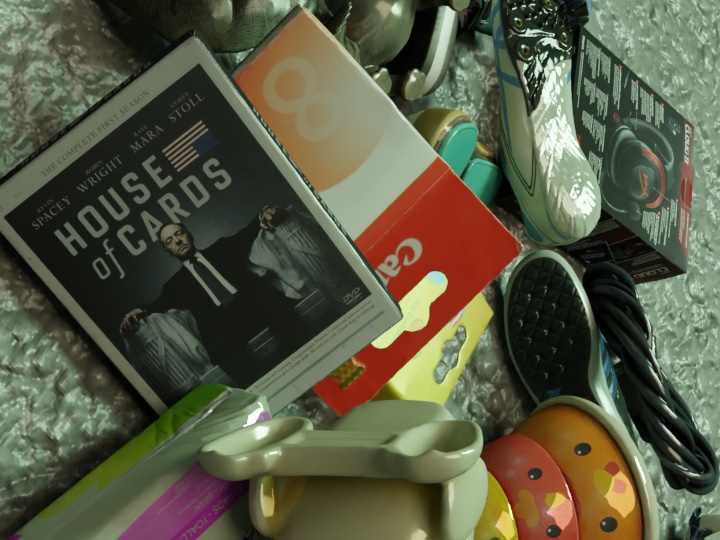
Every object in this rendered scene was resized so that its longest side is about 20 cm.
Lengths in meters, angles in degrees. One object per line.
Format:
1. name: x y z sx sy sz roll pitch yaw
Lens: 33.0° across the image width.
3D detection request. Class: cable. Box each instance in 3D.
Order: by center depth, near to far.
1. cable: 0.228 0.083 0.951 0.201 0.050 0.165 -101 168 -55

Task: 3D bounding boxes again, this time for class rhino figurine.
1. rhino figurine: 0.028 -0.200 0.853 0.060 0.087 0.202 46 67 -48

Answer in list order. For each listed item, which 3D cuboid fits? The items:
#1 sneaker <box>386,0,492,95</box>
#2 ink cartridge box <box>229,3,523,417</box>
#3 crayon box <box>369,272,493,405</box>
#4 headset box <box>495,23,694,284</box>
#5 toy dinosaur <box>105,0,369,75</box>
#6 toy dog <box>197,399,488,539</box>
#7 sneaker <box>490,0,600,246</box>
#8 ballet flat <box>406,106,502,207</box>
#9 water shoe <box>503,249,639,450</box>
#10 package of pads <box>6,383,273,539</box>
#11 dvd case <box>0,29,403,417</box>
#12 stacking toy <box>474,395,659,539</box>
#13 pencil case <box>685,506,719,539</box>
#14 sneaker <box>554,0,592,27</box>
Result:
1. sneaker: 0.087 -0.202 0.946 0.120 0.083 0.203 25 60 -27
2. ink cartridge box: -0.023 -0.024 0.710 0.200 0.162 0.050 45 7 -9
3. crayon box: 0.000 0.000 0.817 0.201 0.050 0.127 53 47 -19
4. headset box: 0.211 -0.088 1.038 0.199 0.074 0.151 29 59 -36
5. toy dinosaur: -0.079 -0.168 0.733 0.197 0.077 0.104 0 64 -29
6. toy dog: 0.002 0.177 0.628 0.194 0.137 0.204 -22 109 -80
7. sneaker: 0.125 -0.117 0.902 0.071 0.072 0.204 -10 88 -35
8. ballet flat: 0.050 -0.075 0.836 0.069 0.062 0.200 -60 164 1
9. water shoe: 0.166 0.083 0.966 0.079 0.070 0.203 -16 89 -74
10. package of pads: -0.103 0.176 0.631 0.199 0.067 0.157 -38 120 -44
11. dvd case: -0.090 -0.007 0.678 0.201 0.149 0.025 52 4 -21
12. stacking toy: 0.090 0.176 0.825 0.197 0.146 0.149 -11 86 -29
13. pencil case: 0.281 0.291 0.997 0.201 0.077 0.090 -56 138 -38
14. sneaker: 0.138 -0.288 1.026 0.201 0.075 0.079 52 45 -24
